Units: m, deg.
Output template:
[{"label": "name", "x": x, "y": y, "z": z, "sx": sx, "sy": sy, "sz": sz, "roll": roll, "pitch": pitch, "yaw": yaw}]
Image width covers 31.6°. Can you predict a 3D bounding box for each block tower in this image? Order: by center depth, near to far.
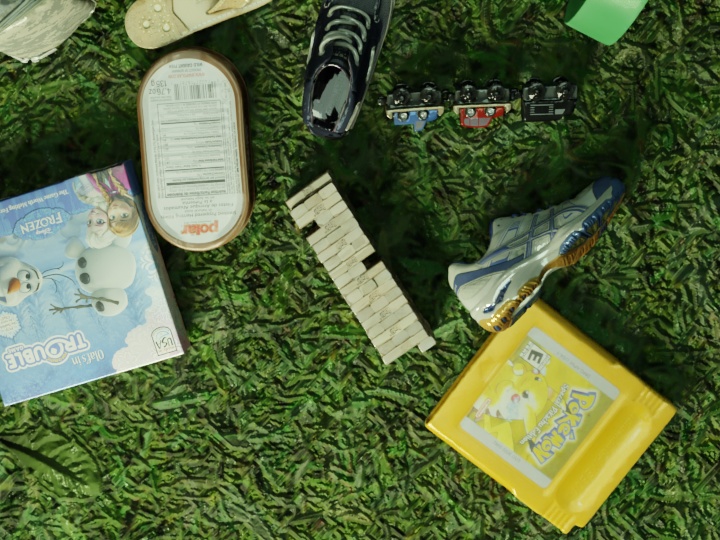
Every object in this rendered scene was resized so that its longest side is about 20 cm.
[{"label": "block tower", "x": 0.000, "y": 0.000, "z": 1.273, "sx": 0.057, "sy": 0.054, "sz": 0.201, "roll": -33, "pitch": 97, "yaw": 7}]

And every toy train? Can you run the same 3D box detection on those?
[{"label": "toy train", "x": 0.115, "y": -0.163, "z": 1.255, "sx": 0.197, "sy": 0.034, "sz": 0.046, "roll": -2, "pitch": 112, "yaw": 1}]

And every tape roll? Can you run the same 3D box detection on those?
[{"label": "tape roll", "x": 0.250, "y": -0.304, "z": 1.143, "sx": 0.048, "sy": 0.201, "sz": 0.203, "roll": 25, "pitch": 99, "yaw": -2}]

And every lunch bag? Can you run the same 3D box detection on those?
[{"label": "lunch bag", "x": -0.313, "y": -0.280, "z": 1.163, "sx": 0.138, "sy": 0.200, "sz": 0.169, "roll": 30, "pitch": 95, "yaw": -1}]

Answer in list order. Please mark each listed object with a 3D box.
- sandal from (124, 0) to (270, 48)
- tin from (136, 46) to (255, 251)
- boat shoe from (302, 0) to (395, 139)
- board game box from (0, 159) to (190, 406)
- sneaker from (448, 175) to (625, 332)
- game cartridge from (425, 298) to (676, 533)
[{"label": "sandal", "x": -0.136, "y": -0.277, "z": 1.221, "sx": 0.210, "sy": 0.070, "sz": 0.078, "roll": -30, "pitch": 98, "yaw": 6}, {"label": "tin", "x": -0.165, "y": -0.120, "z": 1.266, "sx": 0.110, "sy": 0.042, "sz": 0.203, "roll": -3, "pitch": 100, "yaw": 6}, {"label": "boat shoe", "x": -0.011, "y": -0.222, "z": 1.216, "sx": 0.073, "sy": 0.093, "sz": 0.203, "roll": 11, "pitch": 100, "yaw": -1}, {"label": "board game box", "x": -0.296, "y": 0.013, "z": 1.285, "sx": 0.197, "sy": 0.043, "sz": 0.202, "roll": -17, "pitch": 99, "yaw": 6}, {"label": "sneaker", "x": 0.171, "y": -0.035, "z": 1.253, "sx": 0.200, "sy": 0.075, "sz": 0.088, "roll": -42, "pitch": 67, "yaw": -7}, {"label": "game cartridge", "x": 0.194, "y": 0.148, "z": 1.304, "sx": 0.199, "sy": 0.032, "sz": 0.177, "roll": 37, "pitch": 98, "yaw": -3}]
